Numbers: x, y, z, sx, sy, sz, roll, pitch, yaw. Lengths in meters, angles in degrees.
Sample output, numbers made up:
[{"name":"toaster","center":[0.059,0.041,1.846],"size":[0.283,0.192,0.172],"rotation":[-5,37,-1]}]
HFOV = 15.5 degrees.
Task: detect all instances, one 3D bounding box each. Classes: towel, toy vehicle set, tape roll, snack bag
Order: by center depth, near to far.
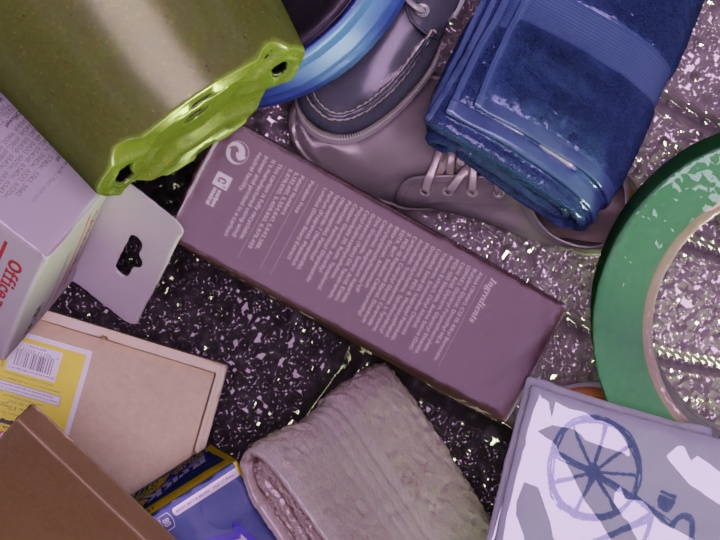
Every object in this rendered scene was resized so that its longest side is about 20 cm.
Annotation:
[{"name":"snack bag","center":[0.155,0.167,1.330],"size":[0.199,0.021,0.189],"rotation":[14,81,-8]},{"name":"tape roll","center":[0.219,0.026,1.365],"size":[0.200,0.048,0.201],"rotation":[1,100,3]},{"name":"towel","center":[0.028,0.153,1.373],"size":[0.034,0.132,0.200],"rotation":[-33,90,36]},{"name":"towel","center":[0.116,-0.127,1.379],"size":[0.111,0.049,0.200],"rotation":[31,66,-11]},{"name":"toy vehicle set","center":[-0.181,0.080,1.395],"size":[0.199,0.027,0.125],"rotation":[18,88,-5]}]

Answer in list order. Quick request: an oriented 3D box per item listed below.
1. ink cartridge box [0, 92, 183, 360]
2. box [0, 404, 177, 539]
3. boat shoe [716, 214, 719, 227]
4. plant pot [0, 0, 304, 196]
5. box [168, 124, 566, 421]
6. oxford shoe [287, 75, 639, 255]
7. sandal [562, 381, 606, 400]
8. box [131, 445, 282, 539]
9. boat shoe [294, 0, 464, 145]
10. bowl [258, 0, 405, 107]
[{"name":"ink cartridge box","center":[-0.197,-0.035,1.333],"size":[0.200,0.116,0.068],"rotation":[36,56,2]},{"name":"box","center":[-0.133,0.183,1.342],"size":[0.200,0.021,0.164],"rotation":[43,128,2]},{"name":"boat shoe","center":[0.248,0.022,1.418],"size":[0.072,0.060,0.202],"rotation":[-25,92,-7]},{"name":"plant pot","center":[-0.128,-0.144,1.269],"size":[0.200,0.200,0.190],"rotation":[-34,84,-4]},{"name":"box","center":[0.000,0.000,1.377],"size":[0.199,0.100,0.075],"rotation":[27,88,-4]},{"name":"oxford shoe","center":[0.059,-0.059,1.404],"size":[0.199,0.058,0.075],"rotation":[19,90,-4]},{"name":"sandal","center":[0.147,0.160,1.409],"size":[0.079,0.059,0.208],"rotation":[-14,91,-5]},{"name":"box","center":[-0.050,0.194,1.373],"size":[0.070,0.064,0.200],"rotation":[-32,101,-11]},{"name":"boat shoe","center":[0.026,-0.159,1.383],"size":[0.073,0.062,0.200],"rotation":[31,78,10]},{"name":"bowl","center":[-0.065,-0.184,1.362],"size":[0.200,0.039,0.202],"rotation":[-2,82,17]}]
